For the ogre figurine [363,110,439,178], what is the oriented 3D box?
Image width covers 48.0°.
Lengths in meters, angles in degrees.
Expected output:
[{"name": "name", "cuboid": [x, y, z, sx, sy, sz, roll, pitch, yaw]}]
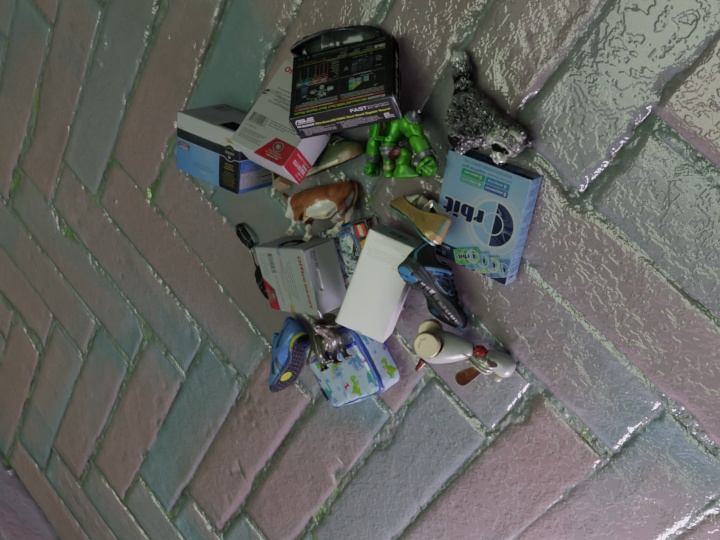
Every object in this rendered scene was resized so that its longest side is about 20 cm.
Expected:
[{"name": "ogre figurine", "cuboid": [0.067, -0.230, 1.477, 0.200, 0.098, 0.120, -145, 46, -72]}]

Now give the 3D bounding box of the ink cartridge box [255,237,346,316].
[{"name": "ink cartridge box", "cuboid": [-0.124, 0.010, 1.700, 0.200, 0.083, 0.146, 5, 112, 54]}]

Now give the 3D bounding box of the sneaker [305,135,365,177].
[{"name": "sneaker", "cuboid": [-0.079, -0.245, 1.611, 0.200, 0.067, 0.090, -13, 100, 48]}]

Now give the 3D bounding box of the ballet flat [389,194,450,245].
[{"name": "ballet flat", "cuboid": [0.114, -0.105, 1.482, 0.063, 0.069, 0.200, -56, 29, 10]}]

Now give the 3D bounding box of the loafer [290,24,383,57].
[{"name": "loafer", "cuboid": [-0.046, -0.421, 1.524, 0.200, 0.070, 0.068, 4, 109, 38]}]

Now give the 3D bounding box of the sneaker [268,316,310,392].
[{"name": "sneaker", "cuboid": [-0.174, 0.193, 1.859, 0.078, 0.066, 0.200, 46, 129, 32]}]

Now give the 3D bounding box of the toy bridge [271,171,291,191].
[{"name": "toy bridge", "cuboid": [-0.160, -0.255, 1.646, 0.067, 0.027, 0.201, -22, 59, 51]}]

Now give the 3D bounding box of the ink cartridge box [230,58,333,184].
[{"name": "ink cartridge box", "cuboid": [-0.131, -0.290, 1.565, 0.144, 0.084, 0.200, 29, 82, 28]}]

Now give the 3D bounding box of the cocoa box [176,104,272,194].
[{"name": "cocoa box", "cuboid": [-0.281, -0.262, 1.732, 0.200, 0.133, 0.132, 24, 120, 31]}]

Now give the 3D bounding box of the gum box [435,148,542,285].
[{"name": "gum box", "cuboid": [0.218, -0.099, 1.441, 0.170, 0.044, 0.201, 26, 120, 31]}]

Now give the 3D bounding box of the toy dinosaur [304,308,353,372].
[{"name": "toy dinosaur", "cuboid": [-0.071, 0.144, 1.635, 0.200, 0.077, 0.103, 118, 136, -68]}]

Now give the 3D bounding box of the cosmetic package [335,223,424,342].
[{"name": "cosmetic package", "cuboid": [0.040, 0.024, 1.560, 0.107, 0.085, 0.201, 25, 107, 11]}]

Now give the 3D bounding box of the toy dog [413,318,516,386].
[{"name": "toy dog", "cuboid": [0.179, 0.171, 1.516, 0.200, 0.132, 0.097, 28, 112, 29]}]

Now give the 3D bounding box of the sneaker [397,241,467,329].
[{"name": "sneaker", "cuboid": [0.153, 0.032, 1.500, 0.073, 0.082, 0.200, 14, 150, 51]}]

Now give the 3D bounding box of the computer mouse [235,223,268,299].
[{"name": "computer mouse", "cuboid": [-0.232, -0.022, 1.852, 0.200, 0.034, 0.059, 64, 149, 9]}]

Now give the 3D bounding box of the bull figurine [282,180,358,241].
[{"name": "bull figurine", "cuboid": [-0.092, -0.125, 1.648, 0.200, 0.065, 0.122, -16, 52, 35]}]

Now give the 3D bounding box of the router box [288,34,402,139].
[{"name": "router box", "cuboid": [-0.025, -0.329, 1.451, 0.199, 0.062, 0.150, -9, 59, 17]}]

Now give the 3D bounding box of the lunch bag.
[{"name": "lunch bag", "cuboid": [-0.023, 0.196, 1.709, 0.200, 0.082, 0.161, -25, 91, 49]}]

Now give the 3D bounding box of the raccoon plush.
[{"name": "raccoon plush", "cuboid": [0.216, -0.276, 1.354, 0.134, 0.097, 0.201, -2, 104, 32]}]

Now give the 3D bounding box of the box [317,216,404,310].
[{"name": "box", "cuboid": [0.000, 0.000, 1.658, 0.137, 0.040, 0.201, -11, 98, 42]}]
